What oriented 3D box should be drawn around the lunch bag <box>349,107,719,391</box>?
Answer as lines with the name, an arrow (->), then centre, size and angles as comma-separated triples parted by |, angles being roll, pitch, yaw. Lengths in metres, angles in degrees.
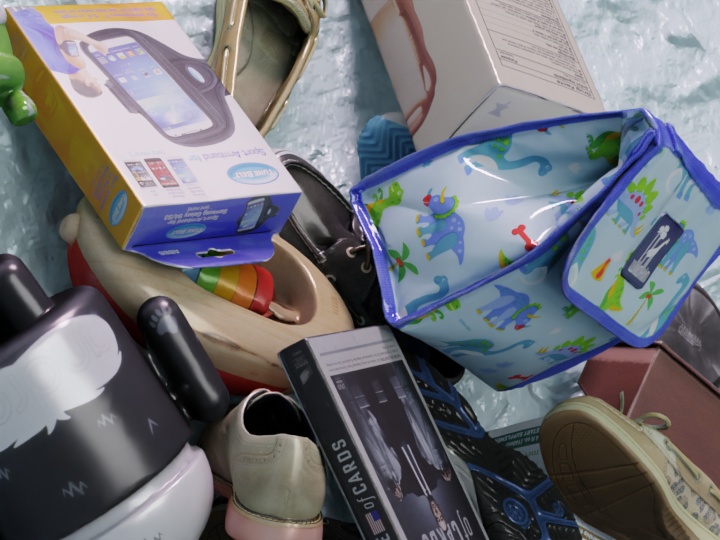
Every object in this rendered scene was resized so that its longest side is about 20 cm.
lunch bag -> 0.124, -0.020, 1.538 | 0.170, 0.200, 0.128 | 34, 34, -59

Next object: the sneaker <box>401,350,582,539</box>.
sneaker -> 0.063, 0.143, 1.556 | 0.200, 0.077, 0.076 | 49, 33, 15

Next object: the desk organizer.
desk organizer -> 0.230, 0.131, 1.718 | 0.200, 0.072, 0.077 | 38, 68, -31

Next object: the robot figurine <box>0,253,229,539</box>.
robot figurine -> -0.167, 0.088, 1.393 | 0.200, 0.150, 0.125 | 57, 33, -9

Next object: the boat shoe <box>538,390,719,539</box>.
boat shoe -> 0.184, 0.139, 1.598 | 0.200, 0.073, 0.063 | 49, 45, -32

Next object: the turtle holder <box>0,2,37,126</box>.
turtle holder -> -0.251, -0.129, 1.380 | 0.185, 0.141, 0.132 | -16, 85, -40

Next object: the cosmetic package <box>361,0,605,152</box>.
cosmetic package -> 0.075, -0.151, 1.639 | 0.103, 0.087, 0.200 | 18, 38, -35

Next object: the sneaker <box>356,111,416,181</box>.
sneaker -> 0.079, -0.047, 1.678 | 0.200, 0.077, 0.081 | 35, 34, -22

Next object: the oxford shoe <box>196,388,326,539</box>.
oxford shoe -> -0.051, 0.102, 1.440 | 0.071, 0.200, 0.074 | 8, 100, -16

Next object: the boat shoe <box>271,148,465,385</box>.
boat shoe -> 0.000, 0.000, 1.581 | 0.200, 0.057, 0.069 | 54, 51, -25

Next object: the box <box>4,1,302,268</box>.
box -> -0.123, -0.082, 1.473 | 0.119, 0.042, 0.200 | -8, 48, -41

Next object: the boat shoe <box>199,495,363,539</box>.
boat shoe -> -0.015, 0.188, 1.527 | 0.200, 0.073, 0.065 | 32, 33, -19

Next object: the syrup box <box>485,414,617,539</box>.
syrup box -> 0.109, 0.202, 1.610 | 0.081, 0.079, 0.200 | 32, 59, -28

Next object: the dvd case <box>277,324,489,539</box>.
dvd case -> 0.027, 0.128, 1.433 | 0.200, 0.025, 0.150 | 64, 17, 6

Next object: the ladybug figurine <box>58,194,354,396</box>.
ladybug figurine -> -0.097, 0.016, 1.490 | 0.200, 0.072, 0.136 | 27, 32, -24

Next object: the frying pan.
frying pan -> 0.207, 0.068, 1.770 | 0.190, 0.031, 0.115 | -40, 102, -43

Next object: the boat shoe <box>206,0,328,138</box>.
boat shoe -> -0.060, -0.148, 1.593 | 0.073, 0.063, 0.201 | 40, 55, -22
